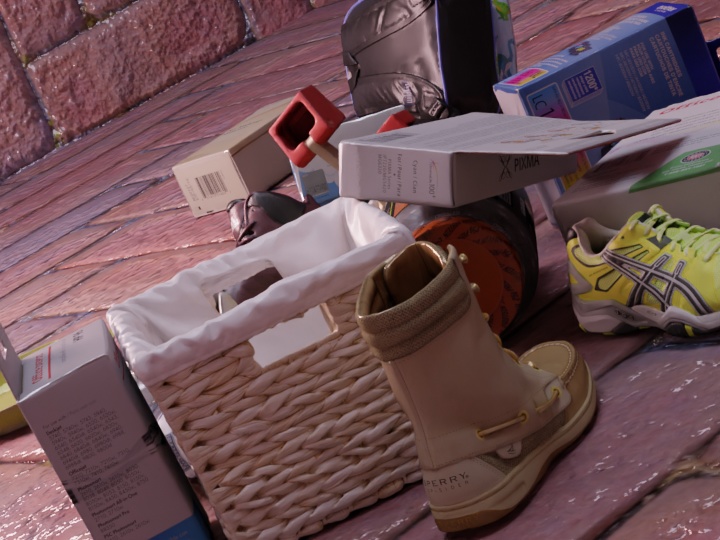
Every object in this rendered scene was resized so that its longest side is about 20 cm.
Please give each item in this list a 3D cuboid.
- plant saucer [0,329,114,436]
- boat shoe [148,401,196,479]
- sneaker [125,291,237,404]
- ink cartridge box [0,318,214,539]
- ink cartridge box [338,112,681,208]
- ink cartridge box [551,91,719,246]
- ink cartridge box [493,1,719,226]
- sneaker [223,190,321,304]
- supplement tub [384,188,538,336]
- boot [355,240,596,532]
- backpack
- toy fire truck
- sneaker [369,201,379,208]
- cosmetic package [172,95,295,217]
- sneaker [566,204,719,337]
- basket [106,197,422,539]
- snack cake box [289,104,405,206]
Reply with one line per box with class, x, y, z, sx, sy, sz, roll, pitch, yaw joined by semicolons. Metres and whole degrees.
plant saucer;-0.320;0.115;1.975;0.200;0.031;0.200;-24;13;6
boat shoe;-0.131;0.110;1.571;0.091;0.071;0.200;-25;8;26
sneaker;-0.164;0.089;1.677;0.200;0.087;0.074;-36;19;-36
ink cartridge box;-0.169;0.107;1.357;0.068;0.200;0.116;-28;13;-3
ink cartridge box;0.109;-0.079;1.464;0.176;0.045;0.200;6;13;31
ink cartridge box;0.255;-0.066;1.530;0.145;0.088;0.200;-14;18;37
ink cartridge box;0.231;-0.138;1.744;0.200;0.137;0.076;-27;15;-10
sneaker;-0.105;0.001;1.803;0.200;0.116;0.076;-32;-11;-19
supplement tub;0.074;-0.015;1.576;0.122;0.123;0.200;-22;14;10
boot;0.071;0.048;1.260;0.073;0.156;0.200;-16;16;33
backpack;0.079;-0.239;2.342;0.147;0.183;0.200;-5;-3;-35
toy fire truck;0.033;-0.077;1.720;0.049;0.200;0.141;-50;-9;28
sneaker;0.000;0.000;1.717;0.075;0.076;0.200;-19;14;22
cosmetic package;-0.129;-0.146;2.565;0.103;0.073;0.200;-14;18;38
sneaker;0.210;-0.003;1.387;0.200;0.076;0.075;-8;19;47
basket;-0.044;0.066;1.386;0.198;0.161;0.200;-26;14;-7
snack cake box;0.002;-0.088;1.935;0.115;0.067;0.200;-18;-9;3
